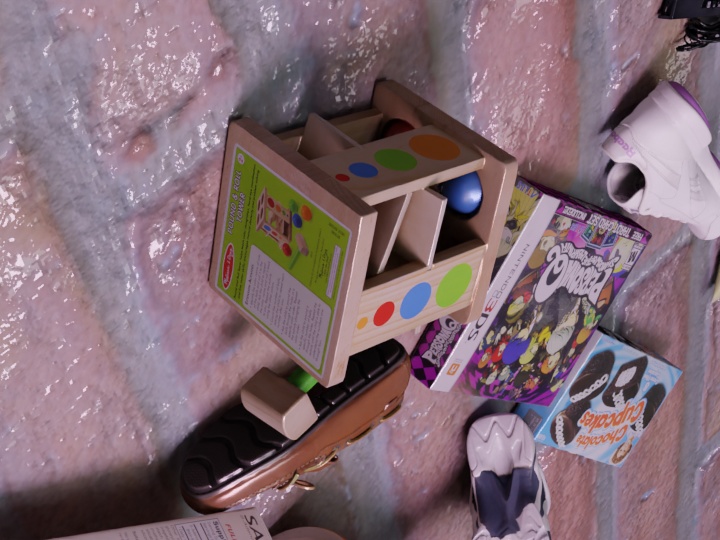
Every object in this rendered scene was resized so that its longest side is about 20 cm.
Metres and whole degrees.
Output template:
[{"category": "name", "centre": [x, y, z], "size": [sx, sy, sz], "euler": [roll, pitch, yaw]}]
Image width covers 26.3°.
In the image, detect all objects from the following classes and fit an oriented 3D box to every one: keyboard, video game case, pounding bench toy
[{"category": "keyboard", "centre": [0.322, -0.229, 1.267], "size": [0.199, 0.040, 0.105], "euler": [-13, 128, -42]}, {"category": "video game case", "centre": [0.144, 0.024, 1.278], "size": [0.199, 0.036, 0.182], "euler": [14, 109, -54]}, {"category": "pounding bench toy", "centre": [0.000, 0.000, 1.012], "size": [0.155, 0.124, 0.201], "euler": [-20, 133, -39]}]

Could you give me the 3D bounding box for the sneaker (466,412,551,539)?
[{"category": "sneaker", "centre": [0.134, 0.235, 1.360], "size": [0.079, 0.201, 0.130], "euler": [-12, 160, 11]}]

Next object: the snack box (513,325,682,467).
[{"category": "snack box", "centre": [0.225, 0.118, 1.455], "size": [0.199, 0.037, 0.117], "euler": [22, 102, -55]}]

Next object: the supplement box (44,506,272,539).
[{"category": "supplement box", "centre": [-0.160, 0.232, 1.024], "size": [0.199, 0.074, 0.126], "euler": [-1, 140, -41]}]

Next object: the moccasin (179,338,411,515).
[{"category": "moccasin", "centre": [-0.045, 0.119, 1.116], "size": [0.201, 0.073, 0.078], "euler": [-35, 135, -37]}]

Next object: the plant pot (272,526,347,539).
[{"category": "plant pot", "centre": [-0.017, 0.305, 1.216], "size": [0.200, 0.200, 0.184], "euler": [-45, 130, -12]}]

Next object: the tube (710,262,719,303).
[{"category": "tube", "centre": [0.385, -0.056, 1.486], "size": [0.057, 0.052, 0.201], "euler": [3, 133, -4]}]

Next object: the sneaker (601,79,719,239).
[{"category": "sneaker", "centre": [0.256, -0.079, 1.308], "size": [0.099, 0.075, 0.200], "euler": [-38, 141, 2]}]
